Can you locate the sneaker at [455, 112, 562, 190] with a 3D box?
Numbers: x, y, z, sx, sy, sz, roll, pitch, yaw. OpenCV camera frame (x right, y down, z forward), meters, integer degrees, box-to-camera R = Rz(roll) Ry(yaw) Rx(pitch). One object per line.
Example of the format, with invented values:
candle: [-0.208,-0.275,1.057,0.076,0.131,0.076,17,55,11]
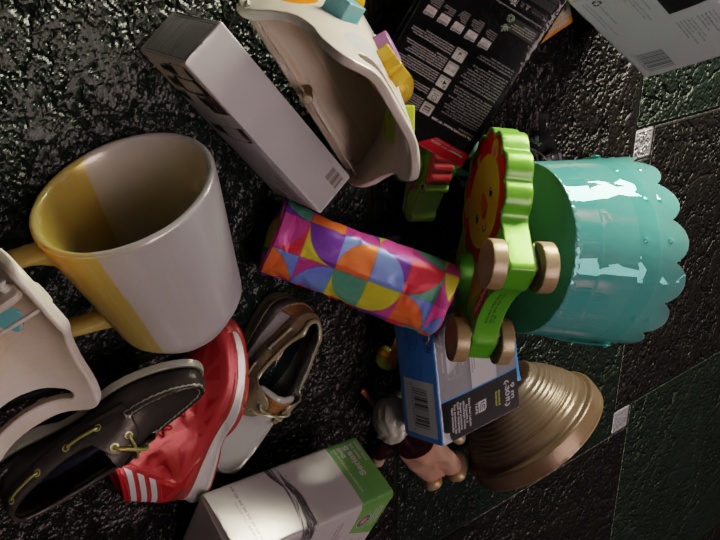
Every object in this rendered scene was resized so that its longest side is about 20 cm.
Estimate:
sneaker: [0.188,-0.136,1.014,0.140,0.078,0.200,-59,149,-9]

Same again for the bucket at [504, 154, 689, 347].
bucket: [0.220,-0.022,0.891,0.135,0.207,0.207,2,108,-25]

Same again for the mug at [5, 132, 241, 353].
mug: [-0.187,-0.011,0.715,0.153,0.186,0.150,74,26,-44]

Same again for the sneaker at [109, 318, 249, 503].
sneaker: [-0.181,0.137,0.803,0.115,0.078,0.200,3,105,-44]

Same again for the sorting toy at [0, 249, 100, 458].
sorting toy: [-0.294,0.083,0.638,0.200,0.107,0.180,-33,134,-5]

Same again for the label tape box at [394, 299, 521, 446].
label tape box: [0.135,0.096,0.981,0.200,0.066,0.143,-16,106,-37]

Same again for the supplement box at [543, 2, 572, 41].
supplement box: [0.145,-0.328,0.890,0.126,0.074,0.200,-39,129,-24]

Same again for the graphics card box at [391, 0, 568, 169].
graphics card box: [0.097,-0.217,0.834,0.125,0.051,0.200,27,112,-10]

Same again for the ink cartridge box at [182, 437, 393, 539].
ink cartridge box: [-0.084,0.278,0.911,0.200,0.084,0.146,-11,140,-39]

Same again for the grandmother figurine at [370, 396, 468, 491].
grandmother figurine: [0.066,0.214,1.054,0.121,0.061,0.200,-29,139,5]

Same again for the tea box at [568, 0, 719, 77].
tea box: [0.334,-0.360,0.953,0.200,0.134,0.197,22,66,-46]

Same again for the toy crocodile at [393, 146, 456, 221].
toy crocodile: [0.085,-0.148,0.922,0.067,0.062,0.200,2,107,-38]

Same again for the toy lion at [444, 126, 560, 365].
toy lion: [0.130,-0.032,0.846,0.069,0.192,0.200,4,141,-9]

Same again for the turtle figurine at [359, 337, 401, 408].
turtle figurine: [0.074,0.075,1.010,0.161,0.064,0.200,-26,124,-32]

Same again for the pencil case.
pencil case: [0.000,0.000,0.842,0.200,0.088,0.088,22,93,-9]

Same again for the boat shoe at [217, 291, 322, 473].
boat shoe: [-0.102,0.123,0.871,0.075,0.068,0.200,17,96,-44]

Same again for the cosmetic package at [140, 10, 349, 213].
cosmetic package: [-0.098,-0.135,0.754,0.051,0.083,0.200,-51,133,-9]

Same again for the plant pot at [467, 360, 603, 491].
plant pot: [0.208,0.185,1.118,0.201,0.201,0.093,-43,100,-19]

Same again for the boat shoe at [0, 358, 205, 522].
boat shoe: [-0.218,0.146,0.733,0.201,0.061,0.072,-29,146,0]

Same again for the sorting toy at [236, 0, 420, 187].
sorting toy: [-0.001,-0.155,0.726,0.107,0.180,0.200,-32,120,4]
